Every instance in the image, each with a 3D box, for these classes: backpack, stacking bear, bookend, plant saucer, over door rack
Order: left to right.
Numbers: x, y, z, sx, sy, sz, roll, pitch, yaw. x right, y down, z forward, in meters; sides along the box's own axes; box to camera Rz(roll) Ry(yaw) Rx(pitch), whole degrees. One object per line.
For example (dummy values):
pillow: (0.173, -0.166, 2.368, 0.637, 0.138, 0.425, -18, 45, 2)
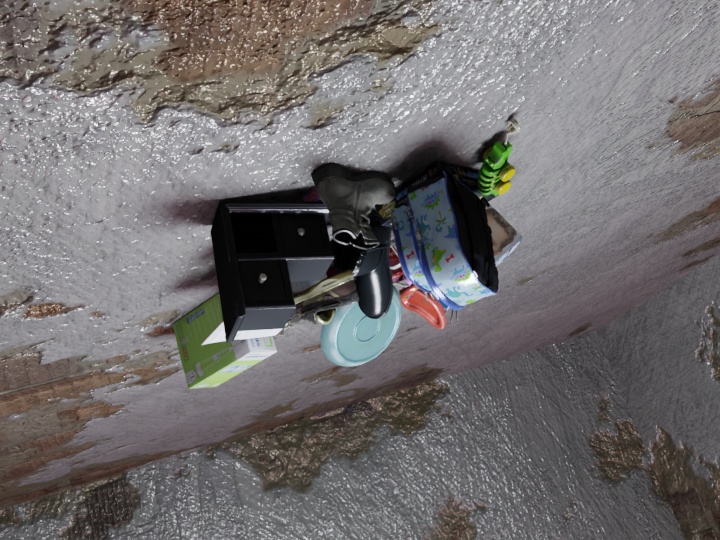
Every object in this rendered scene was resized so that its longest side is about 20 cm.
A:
bookend: (-0.125, -0.002, 1.248, 0.195, 0.203, 0.092, -1, 152, -23)
plant saucer: (0.009, 0.112, 1.592, 0.197, 0.027, 0.204, -19, 127, -27)
over door rack: (0.027, 0.022, 1.615, 0.200, 0.066, 0.148, -46, 134, -6)
stacking bear: (0.188, 0.004, 1.722, 0.201, 0.120, 0.114, -50, 158, -21)
backpack: (0.147, -0.039, 1.332, 0.145, 0.203, 0.182, -25, 150, 24)

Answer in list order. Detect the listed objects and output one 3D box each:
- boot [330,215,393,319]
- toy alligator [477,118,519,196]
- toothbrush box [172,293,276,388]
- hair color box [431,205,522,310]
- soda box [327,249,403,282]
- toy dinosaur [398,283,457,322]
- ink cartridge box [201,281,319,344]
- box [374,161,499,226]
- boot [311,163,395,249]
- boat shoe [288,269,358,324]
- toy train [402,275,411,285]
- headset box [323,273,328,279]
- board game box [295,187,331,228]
boot: (0.000, 0.000, 1.437, 0.075, 0.205, 0.168, 7, -170, 23)
toy alligator: (0.234, -0.186, 1.374, 0.054, 0.060, 0.201, -30, 155, -16)
toothbrush box: (-0.285, 0.140, 1.634, 0.198, 0.148, 0.085, -32, 158, 32)
hair color box: (0.202, -0.029, 1.480, 0.199, 0.100, 0.061, -39, 166, -24)
soda box: (0.018, 0.008, 1.717, 0.196, 0.064, 0.070, -21, 162, -2)
toy dinosaur: (0.151, -0.001, 1.539, 0.179, 0.205, 0.104, 0, 177, -41)
ink cartridge box: (-0.187, 0.071, 1.458, 0.171, 0.044, 0.200, -3, 154, -39)
box: (0.145, -0.133, 1.468, 0.158, 0.047, 0.198, -32, 160, 33)
boot: (0.002, -0.092, 1.288, 0.067, 0.133, 0.198, -30, 160, 33)
boat shoe: (-0.073, 0.063, 1.374, 0.071, 0.067, 0.200, -14, 167, -43)
toy train: (0.136, -0.053, 1.551, 0.150, 0.056, 0.201, -40, 165, -24)
headset box: (-0.138, 0.022, 1.565, 0.146, 0.076, 0.200, -20, 162, -3)
board game box: (-0.111, -0.079, 1.381, 0.198, 0.033, 0.119, -30, 156, 29)
